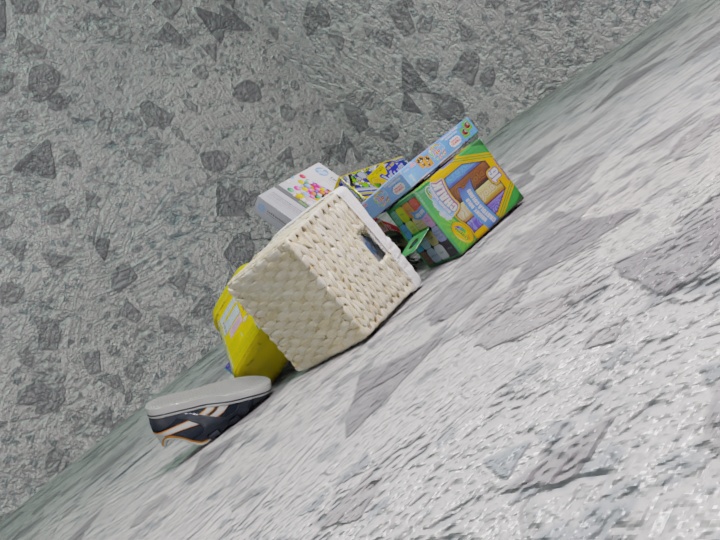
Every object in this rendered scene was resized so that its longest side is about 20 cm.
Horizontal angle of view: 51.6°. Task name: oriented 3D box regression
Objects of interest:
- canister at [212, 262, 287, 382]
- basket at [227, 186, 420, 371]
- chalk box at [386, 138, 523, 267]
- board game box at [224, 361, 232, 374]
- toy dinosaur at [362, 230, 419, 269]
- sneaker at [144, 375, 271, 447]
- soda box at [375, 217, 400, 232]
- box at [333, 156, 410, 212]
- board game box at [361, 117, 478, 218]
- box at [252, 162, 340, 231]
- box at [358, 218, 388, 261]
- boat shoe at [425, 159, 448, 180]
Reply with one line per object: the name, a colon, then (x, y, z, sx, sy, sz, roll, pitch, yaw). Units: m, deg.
canister: (-0.185, 0.096, 1.311, 0.149, 0.086, 0.200, -57, 32, 15)
basket: (-0.057, 0.017, 1.128, 0.200, 0.198, 0.161, -31, 12, 45)
chalk box: (0.133, -0.093, 1.191, 0.200, 0.124, 0.125, -39, 5, -22)
board game box: (-0.197, 0.123, 1.552, 0.200, 0.045, 0.152, -56, -1, 4)
toy dinosaur: (0.061, -0.047, 1.311, 0.047, 0.200, 0.088, -56, 33, 25)
sneaker: (-0.234, 0.225, 1.186, 0.200, 0.080, 0.078, -13, 11, -1)
soda box: (0.009, -0.068, 1.503, 0.200, 0.070, 0.063, 17, -40, -42)
box: (0.035, -0.152, 1.389, 0.200, 0.070, 0.064, -27, -29, -47)
board game box: (0.093, -0.166, 1.252, 0.200, 0.037, 0.151, -40, 3, -36)
box: (-0.075, -0.113, 1.363, 0.200, 0.156, 0.041, -38, -20, -52)
box: (0.000, 0.000, 1.339, 0.101, 0.113, 0.200, -34, 5, 27)
boat shoe: (0.157, -0.175, 1.446, 0.066, 0.072, 0.200, -43, -7, 5)
